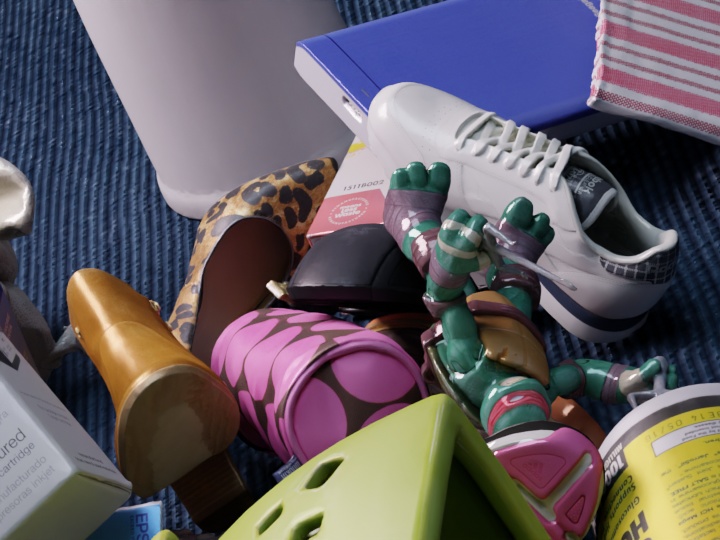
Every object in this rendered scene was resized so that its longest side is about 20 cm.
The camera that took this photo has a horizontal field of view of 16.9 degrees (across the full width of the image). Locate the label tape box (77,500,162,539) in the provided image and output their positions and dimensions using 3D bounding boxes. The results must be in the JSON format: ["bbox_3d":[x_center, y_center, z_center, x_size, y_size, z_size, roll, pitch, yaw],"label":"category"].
[{"bbox_3d":[-0.174,0.207,1.201,0.200,0.066,0.144,-14,65,15],"label":"label tape box"}]

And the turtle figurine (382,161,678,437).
[{"bbox_3d":[0.074,0.027,1.199,0.101,0.150,0.200,-41,33,13],"label":"turtle figurine"}]

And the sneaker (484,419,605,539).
[{"bbox_3d":[0.054,0.125,1.152,0.200,0.074,0.087,-52,-2,39],"label":"sneaker"}]

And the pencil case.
[{"bbox_3d":[-0.024,0.073,1.298,0.091,0.094,0.200,-28,11,-9],"label":"pencil case"}]

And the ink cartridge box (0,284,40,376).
[{"bbox_3d":[-0.249,0.064,1.304,0.136,0.200,0.076,-2,48,13],"label":"ink cartridge box"}]

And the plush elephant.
[{"bbox_3d":[-0.263,0.017,1.543,0.200,0.165,0.155,-8,34,-31],"label":"plush elephant"}]

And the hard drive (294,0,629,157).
[{"bbox_3d":[0.079,-0.121,1.480,0.200,0.025,0.132,-18,47,-27],"label":"hard drive"}]

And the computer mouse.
[{"bbox_3d":[0.000,0.000,1.356,0.140,0.046,0.200,1,-4,31],"label":"computer mouse"}]

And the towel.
[{"bbox_3d":[0.211,-0.129,1.477,0.146,0.030,0.200,16,36,-3],"label":"towel"}]

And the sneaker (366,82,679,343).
[{"bbox_3d":[0.092,-0.050,1.351,0.200,0.081,0.076,37,55,11],"label":"sneaker"}]

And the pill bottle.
[{"bbox_3d":[0.169,0.145,1.054,0.112,0.113,0.200,-22,29,6],"label":"pill bottle"}]

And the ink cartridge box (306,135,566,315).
[{"bbox_3d":[0.055,-0.064,1.514,0.116,0.068,0.200,-9,33,25],"label":"ink cartridge box"}]

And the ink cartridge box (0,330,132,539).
[{"bbox_3d":[-0.233,0.079,1.172,0.145,0.084,0.200,-43,72,2],"label":"ink cartridge box"}]

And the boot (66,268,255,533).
[{"bbox_3d":[-0.121,0.053,1.297,0.071,0.201,0.144,-32,65,-6],"label":"boot"}]

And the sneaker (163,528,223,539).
[{"bbox_3d":[-0.073,0.158,1.271,0.200,0.075,0.115,15,42,38],"label":"sneaker"}]

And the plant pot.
[{"bbox_3d":[-0.004,0.205,1.018,0.181,0.199,0.200,-21,30,21],"label":"plant pot"}]

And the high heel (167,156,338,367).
[{"bbox_3d":[-0.068,0.019,1.461,0.200,0.071,0.143,-46,25,-1],"label":"high heel"}]

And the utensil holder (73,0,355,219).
[{"bbox_3d":[-0.097,-0.163,1.653,0.170,0.200,0.170,-19,31,12],"label":"utensil holder"}]

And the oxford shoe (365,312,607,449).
[{"bbox_3d":[0.047,0.079,1.295,0.073,0.071,0.200,-40,33,-17],"label":"oxford shoe"}]
